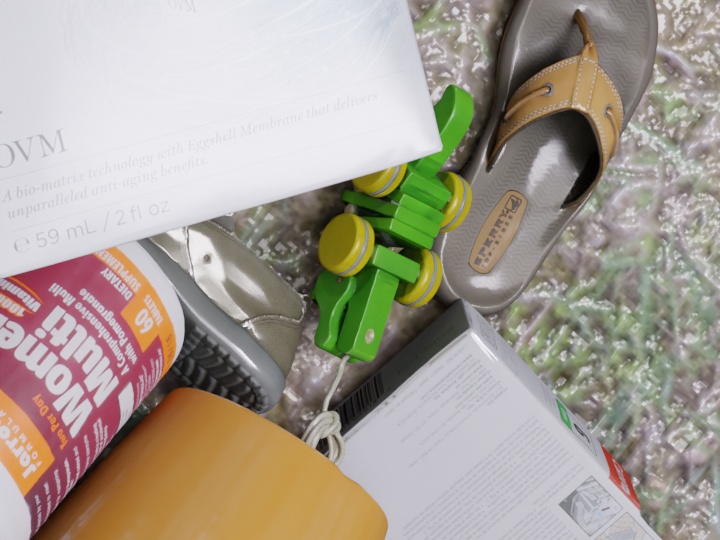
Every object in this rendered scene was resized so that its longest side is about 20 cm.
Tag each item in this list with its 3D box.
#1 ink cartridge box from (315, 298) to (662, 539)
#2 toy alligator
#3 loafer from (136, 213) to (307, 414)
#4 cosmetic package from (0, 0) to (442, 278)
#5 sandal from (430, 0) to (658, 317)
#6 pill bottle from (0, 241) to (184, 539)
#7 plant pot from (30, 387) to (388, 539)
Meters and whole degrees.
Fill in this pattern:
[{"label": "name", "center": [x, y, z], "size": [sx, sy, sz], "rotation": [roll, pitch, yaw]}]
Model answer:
[{"label": "ink cartridge box", "center": [0.078, 0.124, 1.376], "size": [0.109, 0.050, 0.200], "rotation": [-41, 107, 10]}, {"label": "toy alligator", "center": [0.000, 0.000, 1.339], "size": [0.059, 0.054, 0.201], "rotation": [25, 86, -38]}, {"label": "loafer", "center": [-0.102, -0.018, 1.317], "size": [0.200, 0.075, 0.070], "rotation": [48, 54, -15]}, {"label": "cosmetic package", "center": [-0.096, -0.119, 1.115], "size": [0.198, 0.123, 0.201], "rotation": [-17, 97, -21]}, {"label": "sandal", "center": [0.092, -0.067, 1.356], "size": [0.081, 0.055, 0.201], "rotation": [28, 92, -15]}, {"label": "pill bottle", "center": [-0.176, 0.068, 1.241], "size": [0.110, 0.109, 0.200], "rotation": [49, 54, -16]}, {"label": "plant pot", "center": [-0.084, 0.165, 1.290], "size": [0.200, 0.200, 0.184], "rotation": [38, 73, -16]}]
